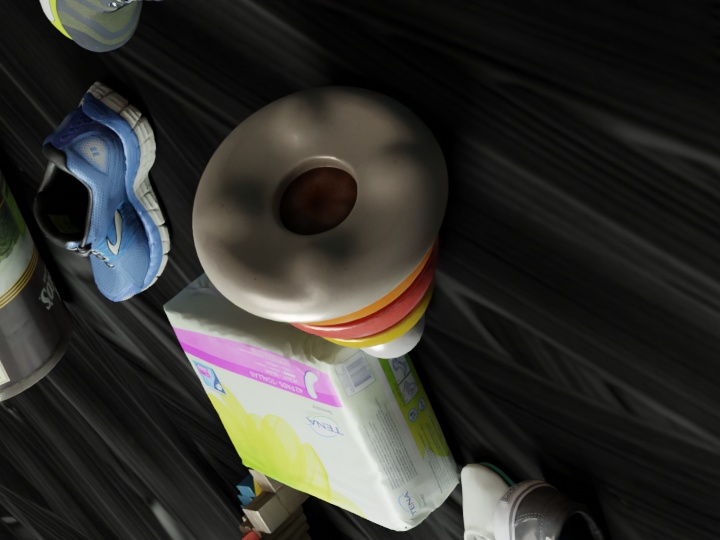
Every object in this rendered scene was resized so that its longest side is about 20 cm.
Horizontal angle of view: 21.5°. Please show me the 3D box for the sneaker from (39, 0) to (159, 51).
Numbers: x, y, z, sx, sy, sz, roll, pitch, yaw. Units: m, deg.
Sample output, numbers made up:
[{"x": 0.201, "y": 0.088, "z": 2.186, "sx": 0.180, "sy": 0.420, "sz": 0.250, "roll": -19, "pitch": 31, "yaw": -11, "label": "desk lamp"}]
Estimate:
[{"x": -0.134, "y": -0.180, "z": 1.107, "sx": 0.081, "sy": 0.074, "sz": 0.200, "roll": 42, "pitch": 155, "yaw": 8, "label": "sneaker"}]

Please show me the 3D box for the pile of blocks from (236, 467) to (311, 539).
[{"x": -0.083, "y": 0.222, "z": 1.569, "sx": 0.082, "sy": 0.062, "sz": 0.200, "roll": 32, "pitch": 149, "yaw": 31, "label": "pile of blocks"}]

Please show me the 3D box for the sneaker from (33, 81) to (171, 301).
[{"x": -0.194, "y": -0.043, "z": 1.357, "sx": 0.079, "sy": 0.089, "sz": 0.200, "roll": 36, "pitch": 151, "yaw": 27, "label": "sneaker"}]

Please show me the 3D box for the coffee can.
[{"x": -0.340, "y": -0.006, "z": 1.570, "sx": 0.146, "sy": 0.146, "sz": 0.200, "roll": 24, "pitch": 144, "yaw": 41, "label": "coffee can"}]

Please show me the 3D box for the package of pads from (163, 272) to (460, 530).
[{"x": -0.034, "y": 0.088, "z": 1.306, "sx": 0.200, "sy": 0.068, "sz": 0.155, "roll": 15, "pitch": 138, "yaw": 50, "label": "package of pads"}]

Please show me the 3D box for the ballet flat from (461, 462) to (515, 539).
[{"x": 0.111, "y": 0.221, "z": 1.263, "sx": 0.069, "sy": 0.069, "sz": 0.200, "roll": 0, "pitch": 126, "yaw": 57, "label": "ballet flat"}]

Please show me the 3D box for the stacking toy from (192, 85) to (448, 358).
[{"x": 0.000, "y": 0.000, "z": 1.108, "sx": 0.146, "sy": 0.146, "sz": 0.200, "roll": 33, "pitch": 166, "yaw": 30, "label": "stacking toy"}]

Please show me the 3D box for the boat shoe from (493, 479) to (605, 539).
[{"x": 0.149, "y": 0.221, "z": 1.209, "sx": 0.066, "sy": 0.070, "sz": 0.200, "roll": 10, "pitch": 127, "yaw": 54, "label": "boat shoe"}]
